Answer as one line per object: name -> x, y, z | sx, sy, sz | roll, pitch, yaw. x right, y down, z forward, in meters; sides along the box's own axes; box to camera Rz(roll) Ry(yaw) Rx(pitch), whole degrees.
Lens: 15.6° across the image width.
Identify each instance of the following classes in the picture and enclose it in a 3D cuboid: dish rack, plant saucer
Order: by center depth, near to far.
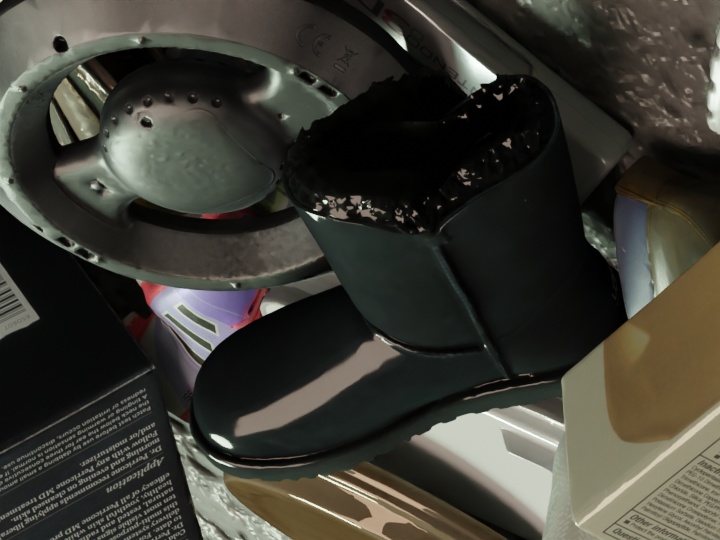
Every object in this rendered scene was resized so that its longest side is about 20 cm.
dish rack -> 0.045, 0.073, 1.184 | 0.199, 0.044, 0.172 | 22, 156, 27
plant saucer -> 0.015, 0.130, 1.272 | 0.199, 0.030, 0.200 | 26, 167, 6

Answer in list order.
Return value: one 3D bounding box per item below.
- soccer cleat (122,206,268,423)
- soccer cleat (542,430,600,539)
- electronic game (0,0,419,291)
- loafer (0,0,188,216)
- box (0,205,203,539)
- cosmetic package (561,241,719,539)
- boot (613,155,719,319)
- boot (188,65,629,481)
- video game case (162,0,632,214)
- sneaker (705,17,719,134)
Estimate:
soccer cleat -> -0.067, 0.025, 1.244 | 0.076, 0.067, 0.200 | 44, 156, 2
soccer cleat -> 0.131, 0.121, 1.091 | 0.070, 0.087, 0.200 | 9, 162, 38
electronic game -> -0.066, -0.056, 1.063 | 0.198, 0.042, 0.201 | 4, 143, 3
loafer -> -0.119, -0.112, 1.122 | 0.063, 0.072, 0.201 | -15, 110, 42
box -> -0.180, 0.076, 1.323 | 0.200, 0.123, 0.197 | 50, 159, 38
cosmetic package -> 0.169, 0.027, 0.891 | 0.105, 0.071, 0.200 | 27, 130, -27
boot -> 0.164, 0.036, 1.032 | 0.097, 0.075, 0.201 | 34, 156, 48
boot -> 0.000, 0.000, 1.027 | 0.199, 0.077, 0.168 | -14, 144, 14
video game case -> 0.003, -0.061, 1.105 | 0.182, 0.023, 0.200 | 39, 150, 2
sneaker -> 0.161, -0.112, 0.838 | 0.081, 0.075, 0.200 | 14, 150, 12
